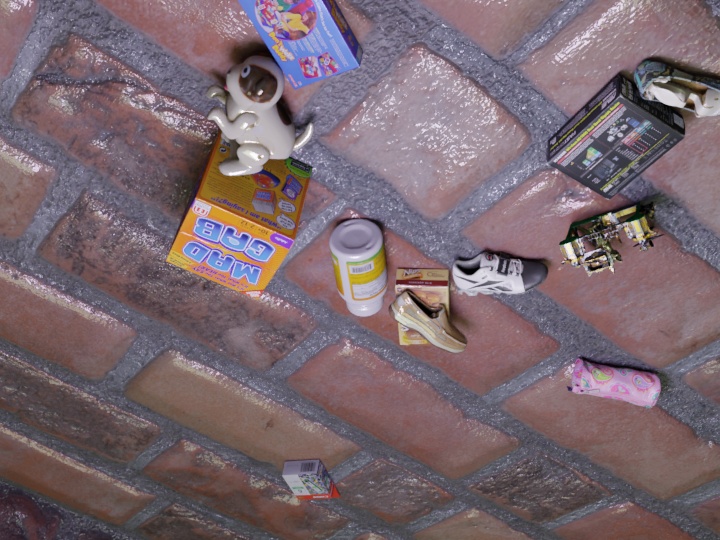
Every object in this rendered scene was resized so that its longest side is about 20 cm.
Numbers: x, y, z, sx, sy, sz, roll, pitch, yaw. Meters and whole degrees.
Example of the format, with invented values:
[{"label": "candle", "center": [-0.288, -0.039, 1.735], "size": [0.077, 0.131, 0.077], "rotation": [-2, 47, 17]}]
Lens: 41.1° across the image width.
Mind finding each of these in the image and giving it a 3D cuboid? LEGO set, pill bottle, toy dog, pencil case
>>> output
[{"label": "LEGO set", "center": [0.482, -0.041, 1.828], "size": [0.198, 0.154, 0.117], "rotation": [-22, 103, 16]}, {"label": "pill bottle", "center": [0.000, 0.000, 2.001], "size": [0.110, 0.112, 0.201], "rotation": [2, 138, 9]}, {"label": "toy dog", "center": [-0.184, -0.285, 1.710], "size": [0.192, 0.140, 0.201], "rotation": [4, 136, 3]}, {"label": "pencil case", "center": [0.580, 0.260, 2.191], "size": [0.198, 0.088, 0.088], "rotation": [11, 138, -2]}]

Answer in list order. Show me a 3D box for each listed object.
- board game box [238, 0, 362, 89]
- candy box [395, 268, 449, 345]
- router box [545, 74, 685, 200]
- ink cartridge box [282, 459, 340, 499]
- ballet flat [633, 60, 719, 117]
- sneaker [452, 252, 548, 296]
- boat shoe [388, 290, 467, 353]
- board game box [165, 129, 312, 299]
[{"label": "board game box", "center": [-0.100, -0.413, 1.619], "size": [0.133, 0.045, 0.201], "rotation": [-13, 133, 24]}, {"label": "candy box", "center": [0.139, 0.083, 2.105], "size": [0.114, 0.056, 0.201], "rotation": [1, 136, 8]}, {"label": "router box", "center": [0.446, -0.231, 1.694], "size": [0.149, 0.063, 0.200], "rotation": [26, 137, -18]}, {"label": "ink cartridge box", "center": [-0.138, 0.617, 2.745], "size": [0.108, 0.051, 0.201], "rotation": [-7, 135, 18]}, {"label": "ballet flat", "center": [0.551, -0.291, 1.608], "size": [0.198, 0.075, 0.075], "rotation": [14, 138, -4]}, {"label": "sneaker", "center": [0.283, 0.002, 1.974], "size": [0.198, 0.075, 0.089], "rotation": [-8, 137, 18]}, {"label": "boat shoe", "center": [0.158, 0.108, 2.043], "size": [0.199, 0.072, 0.076], "rotation": [28, 117, -23]}, {"label": "board game box", "center": [-0.234, -0.108, 1.861], "size": [0.198, 0.201, 0.200], "rotation": [23, 137, -13]}]
